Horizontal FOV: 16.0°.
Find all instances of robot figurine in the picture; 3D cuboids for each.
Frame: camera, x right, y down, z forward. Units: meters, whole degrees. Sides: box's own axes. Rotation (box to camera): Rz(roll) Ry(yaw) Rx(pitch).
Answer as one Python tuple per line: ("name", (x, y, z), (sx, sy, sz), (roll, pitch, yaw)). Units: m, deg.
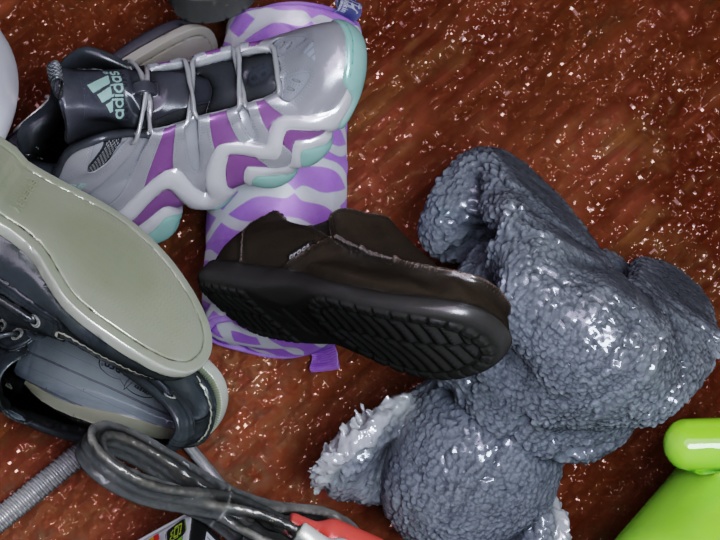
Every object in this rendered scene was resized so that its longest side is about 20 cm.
("robot figurine", (0.196, 0.153, 1.329), (0.115, 0.176, 0.200), (21, 41, 27))

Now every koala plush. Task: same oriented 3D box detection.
("koala plush", (0.077, 0.071, 1.358), (0.177, 0.184, 0.200), (33, 104, -13))

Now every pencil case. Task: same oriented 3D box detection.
("pencil case", (-0.042, -0.051, 1.430), (0.083, 0.085, 0.202), (-6, 70, 37))

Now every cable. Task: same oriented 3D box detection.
("cable", (-0.052, 0.124, 1.338), (0.200, 0.097, 0.050), (39, 118, -12))

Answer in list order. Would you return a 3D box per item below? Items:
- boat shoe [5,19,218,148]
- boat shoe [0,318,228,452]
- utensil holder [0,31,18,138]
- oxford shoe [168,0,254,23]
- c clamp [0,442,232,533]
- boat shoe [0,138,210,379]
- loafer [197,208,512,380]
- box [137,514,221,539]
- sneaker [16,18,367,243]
("boat shoe", (-0.169, -0.081, 1.439), (0.200, 0.073, 0.063), (-41, 55, -8))
("boat shoe", (-0.172, 0.052, 1.373), (0.198, 0.066, 0.075), (25, 115, 4))
("utensil holder", (-0.295, -0.130, 1.361), (0.169, 0.200, 0.171), (-11, 56, 17))
("oxford shoe", (-0.095, -0.239, 1.457), (0.072, 0.085, 0.201), (-16, 49, -1))
("c clamp", (-0.198, 0.106, 1.409), (0.199, 0.027, 0.171), (-34, 77, -10))
("boat shoe", (-0.169, -0.002, 1.323), (0.199, 0.066, 0.075), (34, 42, -6))
("loafer", (0.000, 0.000, 1.293), (0.199, 0.073, 0.072), (12, 66, 42))
("box", (-0.125, 0.219, 1.290), (0.110, 0.201, 0.035), (-30, 119, 21))
("sneaker", (-0.104, -0.087, 1.341), (0.199, 0.140, 0.078), (-33, 52, 27))
